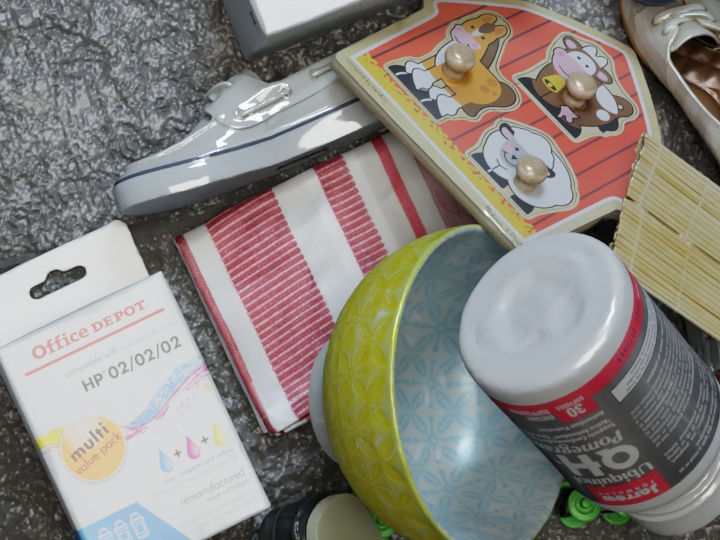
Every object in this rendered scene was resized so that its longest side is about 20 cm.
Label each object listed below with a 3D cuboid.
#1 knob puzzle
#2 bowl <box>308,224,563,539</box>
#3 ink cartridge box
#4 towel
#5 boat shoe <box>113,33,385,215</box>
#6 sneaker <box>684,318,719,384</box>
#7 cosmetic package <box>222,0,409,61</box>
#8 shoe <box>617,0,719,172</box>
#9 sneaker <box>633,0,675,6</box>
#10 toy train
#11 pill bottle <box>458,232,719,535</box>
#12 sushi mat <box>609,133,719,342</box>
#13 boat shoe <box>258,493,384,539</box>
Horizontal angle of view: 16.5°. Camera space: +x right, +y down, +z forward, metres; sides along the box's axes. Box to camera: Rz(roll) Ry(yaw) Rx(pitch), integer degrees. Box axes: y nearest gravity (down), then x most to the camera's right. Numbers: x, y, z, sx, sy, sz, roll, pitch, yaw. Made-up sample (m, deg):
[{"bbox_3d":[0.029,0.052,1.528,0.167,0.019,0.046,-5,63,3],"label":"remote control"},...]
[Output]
[{"bbox_3d":[0.109,-0.110,1.547,0.218,0.031,0.221,13,47,-14],"label":"knob puzzle"},{"bbox_3d":[0.033,0.075,1.501,0.107,0.200,0.202,-5,86,35],"label":"bowl"},{"bbox_3d":[-0.150,0.078,1.524,0.115,0.068,0.201,-26,91,-10],"label":"ink cartridge box"},{"bbox_3d":[0.000,0.000,1.577,0.199,0.023,0.145,-26,90,-10],"label":"towel"},{"bbox_3d":[-0.067,-0.093,1.548,0.199,0.072,0.066,-22,86,-11],"label":"boat shoe"},{"bbox_3d":[0.254,0.054,1.590,0.081,0.077,0.202,-5,88,-16],"label":"sneaker"},{"bbox_3d":[0.013,-0.203,1.551,0.199,0.101,0.072,-22,89,-11],"label":"cosmetic package"},{"bbox_3d":[0.229,-0.127,1.589,0.070,0.053,0.201,-26,76,-11],"label":"shoe"},{"bbox_3d":[0.211,-0.250,1.523,0.070,0.082,0.201,9,110,-20],"label":"sneaker"},{"bbox_3d":[0.088,0.138,1.575,0.198,0.042,0.057,-4,77,-10],"label":"toy train"},{"bbox_3d":[0.151,0.075,1.481,0.111,0.110,0.200,-52,132,-8],"label":"pill bottle"},{"bbox_3d":[0.233,0.003,1.546,0.199,0.012,0.096,33,63,-25],"label":"sushi mat"},{"bbox_3d":[0.001,0.232,1.546,0.074,0.063,0.203,-37,108,-44],"label":"boat shoe"}]
